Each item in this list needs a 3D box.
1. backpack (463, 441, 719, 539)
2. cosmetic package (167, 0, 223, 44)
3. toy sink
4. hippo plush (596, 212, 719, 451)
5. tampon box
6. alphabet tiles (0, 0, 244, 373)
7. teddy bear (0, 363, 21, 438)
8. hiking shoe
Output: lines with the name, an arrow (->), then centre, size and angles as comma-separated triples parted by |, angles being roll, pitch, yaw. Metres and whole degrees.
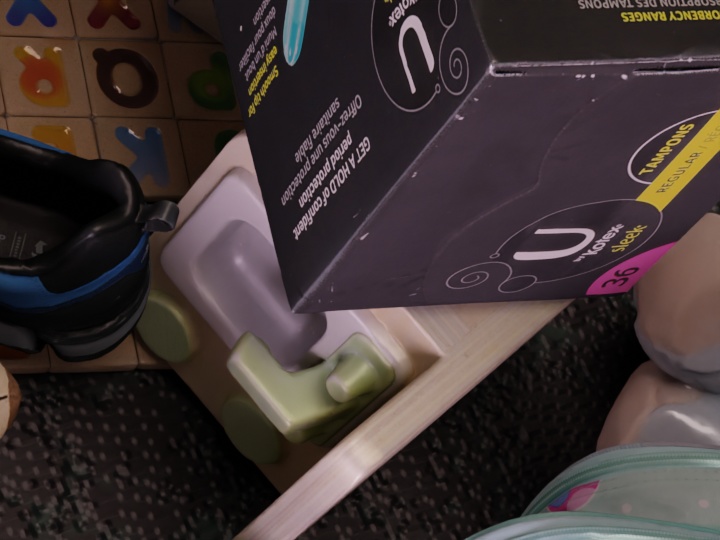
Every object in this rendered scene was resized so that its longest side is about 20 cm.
backpack -> 0.095, 0.141, 0.789 | 0.200, 0.176, 0.153 | 7, 52, -21
cosmetic package -> 0.017, -0.168, 1.028 | 0.087, 0.103, 0.200 | 34, 51, -8
toy sink -> 0.000, 0.000, 0.907 | 0.112, 0.130, 0.200 | 49, 55, 4
hippo plush -> 0.182, 0.030, 0.949 | 0.200, 0.159, 0.161 | 31, 18, -5
tampon box -> 0.037, -0.109, 0.812 | 0.126, 0.150, 0.200 | -3, 64, -27
alphabet tiles -> -0.125, -0.040, 0.948 | 0.200, 0.008, 0.167 | 0, 65, -28
teddy bear -> -0.159, 0.052, 0.738 | 0.200, 0.067, 0.145 | 5, 67, -59
hiking shoe -> -0.162, -0.026, 0.856 | 0.200, 0.087, 0.074 | 6, 63, -10
